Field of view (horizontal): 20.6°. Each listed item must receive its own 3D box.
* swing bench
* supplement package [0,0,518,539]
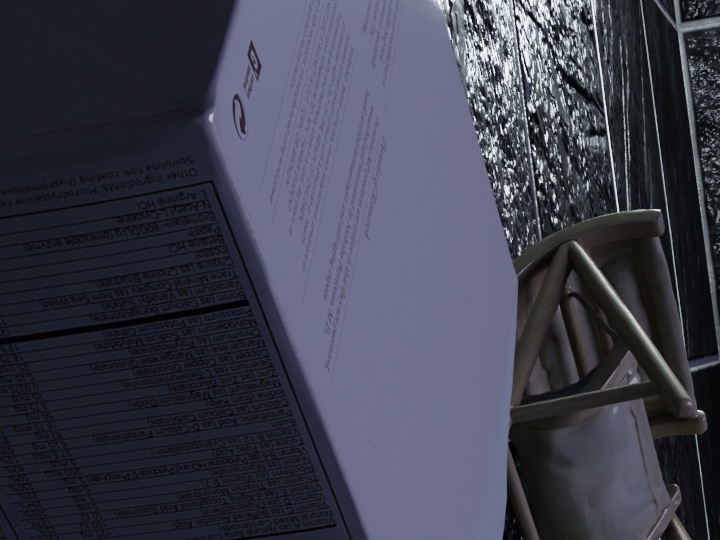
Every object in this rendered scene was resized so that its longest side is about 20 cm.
[{"bbox_3d":[0.160,0.103,1.299,0.201,0.129,0.200,-87,162,-52],"label":"swing bench"},{"bbox_3d":[-0.056,-0.003,0.473,0.192,0.146,0.201,-80,157,-49],"label":"supplement package"}]
